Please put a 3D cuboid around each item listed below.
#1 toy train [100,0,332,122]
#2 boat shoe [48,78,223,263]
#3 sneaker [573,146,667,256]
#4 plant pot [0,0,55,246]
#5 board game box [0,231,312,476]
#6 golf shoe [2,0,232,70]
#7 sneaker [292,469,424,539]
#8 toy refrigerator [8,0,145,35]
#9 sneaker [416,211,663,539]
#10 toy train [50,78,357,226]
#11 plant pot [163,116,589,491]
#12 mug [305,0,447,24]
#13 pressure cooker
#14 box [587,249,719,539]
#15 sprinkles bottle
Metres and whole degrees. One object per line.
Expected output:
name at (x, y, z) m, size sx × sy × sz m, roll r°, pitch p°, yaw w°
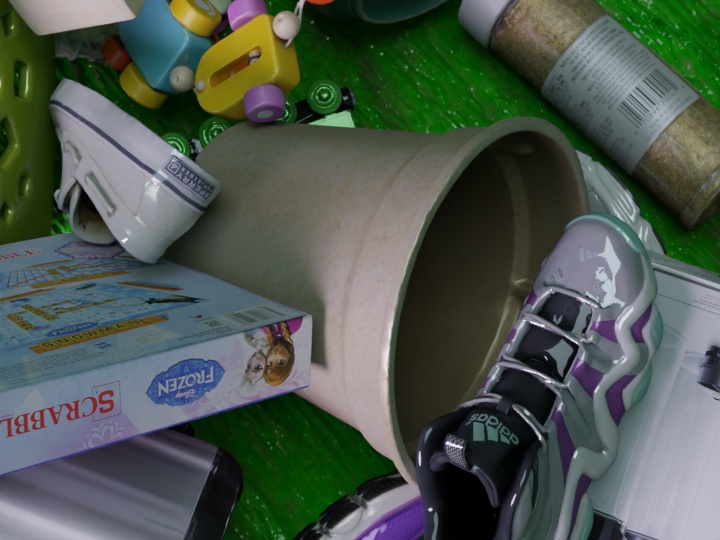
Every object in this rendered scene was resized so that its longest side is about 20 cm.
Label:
toy train at (-0.065, -0.158, 0.917) m, size 0.198 × 0.055 × 0.152 m, roll 7°, pitch 85°, yaw 42°
boat shoe at (-0.139, -0.051, 0.876) m, size 0.071 × 0.200 × 0.070 m, roll 37°, pitch 88°, yaw -33°
sneaker at (0.140, 0.019, 0.931) m, size 0.091 × 0.076 × 0.201 m, roll -31°, pitch 73°, yaw -4°
plant pot at (-0.291, -0.104, 0.884) m, size 0.197 × 0.181 × 0.202 m, roll 0°, pitch 93°, yaw 8°
board game box at (-0.161, 0.034, 0.791) m, size 0.198 × 0.198 × 0.042 m, roll -12°, pitch 112°, yaw -40°
golf shoe at (-0.172, -0.161, 0.995) m, size 0.198 × 0.075 × 0.092 m, roll -24°, pitch 76°, yaw -6°
sneaker at (-0.016, 0.191, 0.887) m, size 0.083 × 0.081 × 0.200 m, roll 43°, pitch 84°, yaw -3°
toy refrigerator at (-0.133, -0.228, 0.906) m, size 0.075 × 0.070 × 0.202 m, roll -4°, pitch 50°, yaw 31°
sneaker at (0.080, 0.068, 0.786) m, size 0.077 × 0.139 × 0.203 m, roll 15°, pitch 97°, yaw 33°
toy train at (-0.091, -0.061, 0.978) m, size 0.198 × 0.042 × 0.057 m, roll -20°, pitch 83°, yaw -5°
plant pot at (0.000, 0.000, 0.876) m, size 0.182 × 0.201 × 0.202 m, roll 16°, pitch 70°, yaw 34°
mug at (0.006, -0.221, 0.955) m, size 0.152 × 0.184 × 0.115 m, roll -34°, pitch 72°, yaw 35°
pressure cooker at (-0.175, 0.143, 0.827) m, size 0.198 × 0.179 × 0.178 m, roll 20°, pitch 104°, yaw -2°
box at (0.175, 0.103, 0.867) m, size 0.115 × 0.060 × 0.202 m, roll 19°, pitch 99°, yaw 7°
sprinkles bottle at (0.151, -0.114, 0.975) m, size 0.068 × 0.068 × 0.200 m, roll -43°, pitch 76°, yaw -12°
